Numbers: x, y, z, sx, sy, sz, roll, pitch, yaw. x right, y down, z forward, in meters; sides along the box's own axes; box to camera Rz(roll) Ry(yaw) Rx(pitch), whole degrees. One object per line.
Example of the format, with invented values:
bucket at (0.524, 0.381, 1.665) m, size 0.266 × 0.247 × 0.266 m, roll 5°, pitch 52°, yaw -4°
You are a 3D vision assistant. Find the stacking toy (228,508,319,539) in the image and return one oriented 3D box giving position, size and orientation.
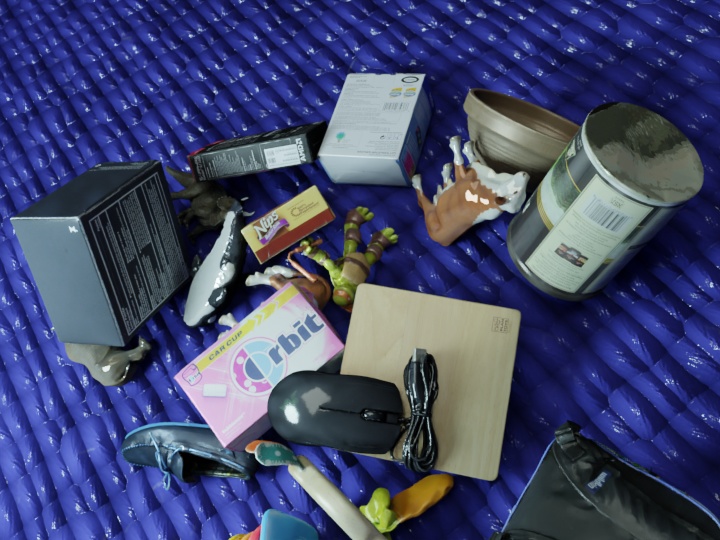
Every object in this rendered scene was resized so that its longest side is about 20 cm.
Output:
stacking toy at (-0.153, 0.357, 0.917) m, size 0.200 × 0.116 × 0.110 m, roll -16°, pitch 52°, yaw 24°

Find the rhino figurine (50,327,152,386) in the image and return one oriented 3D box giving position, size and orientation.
rhino figurine at (-0.398, 0.107, 1.175) m, size 0.200 × 0.060 × 0.087 m, roll 27°, pitch 69°, yaw 33°

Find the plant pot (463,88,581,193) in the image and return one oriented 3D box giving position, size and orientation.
plant pot at (0.225, -0.168, 1.073) m, size 0.201 × 0.201 × 0.093 m, roll 38°, pitch 118°, yaw 34°

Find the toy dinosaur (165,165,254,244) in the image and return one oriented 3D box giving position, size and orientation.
toy dinosaur at (-0.251, -0.108, 1.259) m, size 0.102 × 0.077 × 0.200 m, roll -30°, pitch 48°, yaw -15°

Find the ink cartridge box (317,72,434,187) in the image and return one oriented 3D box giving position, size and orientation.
ink cartridge box at (0.033, -0.234, 1.219) m, size 0.136 × 0.076 × 0.200 m, roll 6°, pitch 64°, yaw 22°

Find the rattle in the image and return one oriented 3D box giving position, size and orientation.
rattle at (-0.013, 0.226, 0.900) m, size 0.143 × 0.130 × 0.200 m, roll -46°, pitch 76°, yaw 3°

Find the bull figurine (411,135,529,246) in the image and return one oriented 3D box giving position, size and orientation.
bull figurine at (0.140, -0.104, 1.039) m, size 0.065 × 0.200 × 0.122 m, roll -9°, pitch 75°, yaw -31°

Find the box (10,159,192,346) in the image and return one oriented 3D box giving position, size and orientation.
box at (-0.359, -0.029, 1.115) m, size 0.123 × 0.200 × 0.198 m, roll 0°, pitch 29°, yaw 20°

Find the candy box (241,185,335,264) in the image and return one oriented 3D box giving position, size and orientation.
candy box at (-0.100, -0.070, 1.103) m, size 0.117 × 0.200 × 0.057 m, roll -31°, pitch 99°, yaw 0°

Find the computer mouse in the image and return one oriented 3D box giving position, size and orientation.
computer mouse at (-0.012, 0.154, 0.885) m, size 0.200 × 0.053 × 0.139 m, roll 1°, pitch 78°, yaw 6°

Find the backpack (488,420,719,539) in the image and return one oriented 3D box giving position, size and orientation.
backpack at (0.255, 0.285, 0.774) m, size 0.200 × 0.147 × 0.183 m, roll 25°, pitch 69°, yaw 34°

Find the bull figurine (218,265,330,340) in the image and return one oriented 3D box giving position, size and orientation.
bull figurine at (-0.126, 0.082, 1.073) m, size 0.121 × 0.065 × 0.200 m, roll 31°, pitch 74°, yaw 16°

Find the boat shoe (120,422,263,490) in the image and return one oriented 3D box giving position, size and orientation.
boat shoe at (-0.226, 0.240, 1.014) m, size 0.200 × 0.084 × 0.069 m, roll -8°, pitch 46°, yaw 18°

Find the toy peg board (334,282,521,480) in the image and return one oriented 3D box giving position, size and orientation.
toy peg board at (0.080, 0.136, 0.957) m, size 0.199 × 0.098 × 0.200 m, roll 10°, pitch 78°, yaw 8°

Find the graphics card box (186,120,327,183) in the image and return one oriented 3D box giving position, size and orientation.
graphics card box at (-0.156, -0.189, 1.238) m, size 0.200 × 0.051 × 0.125 m, roll -9°, pitch 17°, yaw 15°

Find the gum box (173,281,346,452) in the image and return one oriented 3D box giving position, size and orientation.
gum box at (-0.115, 0.117, 0.980) m, size 0.200 × 0.066 × 0.114 m, roll -40°, pitch 70°, yaw -4°

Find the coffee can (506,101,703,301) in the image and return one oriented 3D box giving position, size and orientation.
coffee can at (0.283, -0.077, 0.928) m, size 0.146 × 0.200 × 0.147 m, roll 10°, pitch 54°, yaw -13°

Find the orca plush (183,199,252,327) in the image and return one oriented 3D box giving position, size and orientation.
orca plush at (-0.194, -0.005, 1.152) m, size 0.105 × 0.071 × 0.200 m, roll 15°, pitch 90°, yaw 48°

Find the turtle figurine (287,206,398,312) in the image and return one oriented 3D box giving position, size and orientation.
turtle figurine at (0.000, 0.000, 1.076) m, size 0.200 × 0.064 × 0.161 m, roll 31°, pitch 50°, yaw -9°
